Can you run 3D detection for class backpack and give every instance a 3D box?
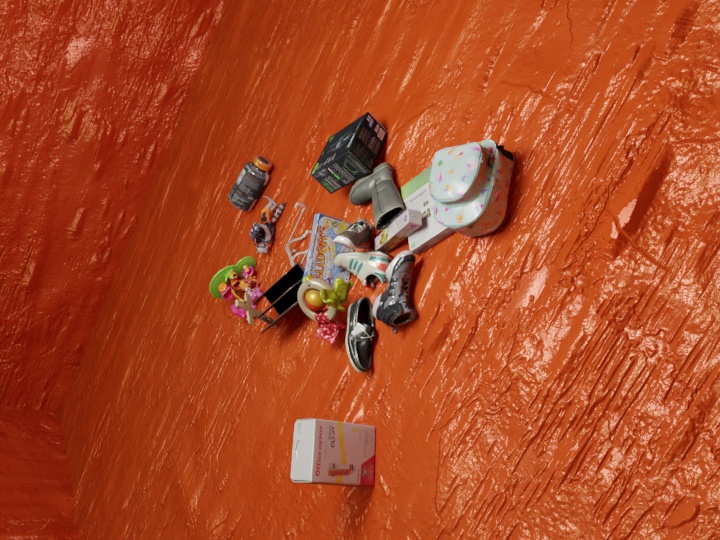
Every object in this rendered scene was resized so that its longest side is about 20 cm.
[{"bbox_3d":[0.246,-0.185,1.442,0.174,0.152,0.204,-2,81,46],"label":"backpack"}]

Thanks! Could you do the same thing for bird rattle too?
[{"bbox_3d":[-0.100,0.094,1.753,0.162,0.113,0.201,33,137,12],"label":"bird rattle"}]

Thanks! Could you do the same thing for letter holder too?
[{"bbox_3d":[-0.248,0.089,1.948,0.101,0.142,0.199,50,126,-1],"label":"letter holder"}]

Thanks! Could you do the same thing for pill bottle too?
[{"bbox_3d":[-0.406,-0.330,2.372,0.201,0.105,0.107,-54,41,23],"label":"pill bottle"}]

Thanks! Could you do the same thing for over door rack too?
[{"bbox_3d":[-0.178,-0.087,2.000,0.149,0.066,0.202,-115,33,-42],"label":"over door rack"}]

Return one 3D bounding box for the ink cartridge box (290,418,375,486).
[{"bbox_3d":[-0.063,0.445,1.543,0.083,0.198,0.148,-19,62,46],"label":"ink cartridge box"}]

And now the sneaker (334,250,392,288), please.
[{"bbox_3d":[0.001,0.000,1.733,0.197,0.070,0.095,-2,78,40],"label":"sneaker"}]

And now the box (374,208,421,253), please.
[{"bbox_3d":[0.094,-0.099,1.646,0.200,0.041,0.039,141,132,-58],"label":"box"}]

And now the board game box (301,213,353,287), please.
[{"bbox_3d":[-0.086,-0.048,1.821,0.034,0.134,0.204,-7,71,58],"label":"board game box"}]

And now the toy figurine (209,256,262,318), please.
[{"bbox_3d":[-0.405,0.078,2.223,0.200,0.150,0.184,-42,55,-1],"label":"toy figurine"}]

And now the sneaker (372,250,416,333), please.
[{"bbox_3d":[0.106,0.058,1.588,0.114,0.075,0.203,45,118,49],"label":"sneaker"}]

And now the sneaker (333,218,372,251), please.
[{"bbox_3d":[-0.016,-0.104,1.715,0.076,0.200,0.083,21,100,12],"label":"sneaker"}]

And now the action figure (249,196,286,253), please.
[{"bbox_3d":[-0.324,-0.154,2.204,0.200,0.103,0.197,-171,92,-78],"label":"action figure"}]

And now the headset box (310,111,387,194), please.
[{"bbox_3d":[-0.038,-0.341,1.867,0.199,0.093,0.176,-21,38,47],"label":"headset box"}]

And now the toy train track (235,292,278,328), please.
[{"bbox_3d":[-0.334,0.144,2.013,0.032,0.200,0.116,-29,53,19],"label":"toy train track"}]

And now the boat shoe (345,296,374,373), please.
[{"bbox_3d":[0.004,0.168,1.673,0.067,0.071,0.203,-32,51,45],"label":"boat shoe"}]

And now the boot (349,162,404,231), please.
[{"bbox_3d":[0.044,-0.182,1.752,0.182,0.072,0.202,-43,43,35],"label":"boot"}]

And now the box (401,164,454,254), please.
[{"bbox_3d":[0.173,-0.160,1.619,0.144,0.036,0.203,-32,53,41],"label":"box"}]
